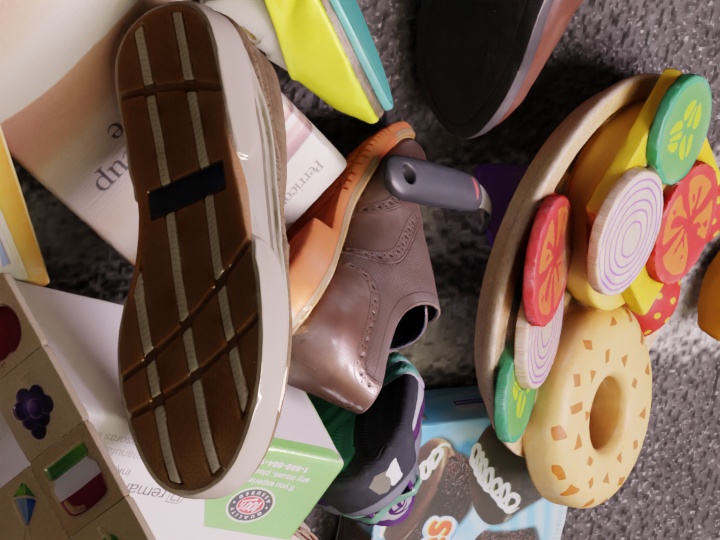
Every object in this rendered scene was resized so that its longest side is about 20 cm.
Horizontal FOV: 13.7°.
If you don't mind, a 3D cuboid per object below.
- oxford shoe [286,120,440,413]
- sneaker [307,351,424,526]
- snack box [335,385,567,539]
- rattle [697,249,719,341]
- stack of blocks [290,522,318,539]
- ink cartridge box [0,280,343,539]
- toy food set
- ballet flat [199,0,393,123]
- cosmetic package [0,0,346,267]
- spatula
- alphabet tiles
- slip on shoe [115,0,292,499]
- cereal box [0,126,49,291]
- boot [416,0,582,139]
[{"bbox_3d":[0.000,0.000,1.321,0.073,0.200,0.071,40,123,-7],"label":"oxford shoe"},{"bbox_3d":[0.008,0.083,1.347,0.074,0.200,0.088,-36,106,1],"label":"sneaker"},{"bbox_3d":[0.041,0.153,1.517,0.116,0.037,0.201,-5,118,-29],"label":"snack box"},{"bbox_3d":[0.287,-0.024,1.544,0.200,0.130,0.143,-24,142,-50],"label":"rattle"},{"bbox_3d":[-0.120,0.179,1.424,0.115,0.059,0.200,35,96,-39],"label":"stack of blocks"},{"bbox_3d":[-0.125,0.116,1.263,0.145,0.084,0.200,13,122,-39],"label":"ink cartridge box"},{"bbox_3d":[0.116,0.003,1.421,0.200,0.048,0.198,-59,150,-17],"label":"toy food set"},{"bbox_3d":[-0.045,-0.143,1.293,0.067,0.067,0.201,-18,124,5],"label":"ballet flat"},{"bbox_3d":[-0.111,-0.083,1.264,0.103,0.087,0.200,-47,129,0],"label":"cosmetic package"},{"bbox_3d":[0.051,-0.032,1.368,0.020,0.057,0.200,-17,167,19],"label":"spatula"},{"bbox_3d":[-0.164,0.124,1.188,0.200,0.168,0.008,-37,166,30],"label":"alphabet tiles"},{"bbox_3d":[-0.056,-0.006,1.187,0.076,0.201,0.061,-19,157,28],"label":"slip on shoe"},{"bbox_3d":[-0.228,-0.008,1.160,0.199,0.040,0.144,-27,138,-15],"label":"cereal box"},{"bbox_3d":[0.127,-0.153,1.388,0.199,0.068,0.189,-14,129,-43],"label":"boot"}]
